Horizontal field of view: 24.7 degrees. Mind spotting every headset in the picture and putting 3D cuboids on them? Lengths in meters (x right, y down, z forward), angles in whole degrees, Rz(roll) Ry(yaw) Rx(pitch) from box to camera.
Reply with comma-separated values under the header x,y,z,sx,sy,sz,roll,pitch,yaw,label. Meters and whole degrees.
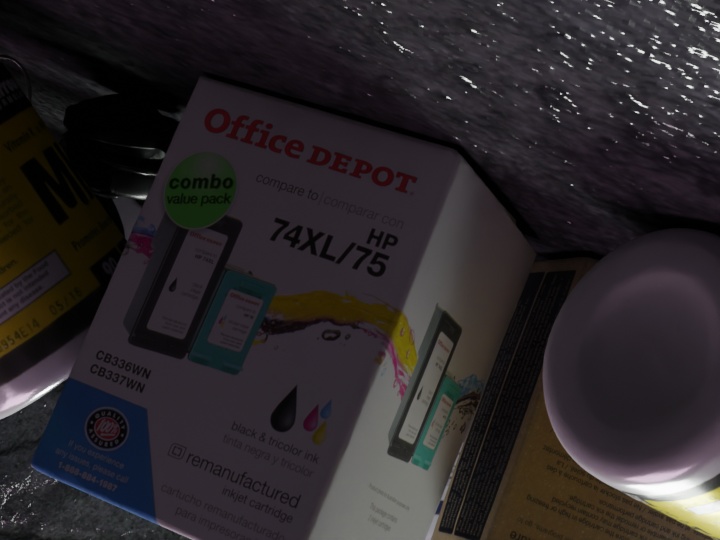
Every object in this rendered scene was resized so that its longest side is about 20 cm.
x,y,z,sx,sy,sz,roll,pitch,yaw,label
-0.153,-0.042,0.883,0.200,0.124,0.094,44,-156,14,headset

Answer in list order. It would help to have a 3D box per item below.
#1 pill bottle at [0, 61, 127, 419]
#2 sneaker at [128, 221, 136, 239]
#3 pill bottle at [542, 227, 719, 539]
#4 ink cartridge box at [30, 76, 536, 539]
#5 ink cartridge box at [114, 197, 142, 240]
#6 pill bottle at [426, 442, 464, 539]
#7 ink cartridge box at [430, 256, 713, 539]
x,y,z,sx,sy,sz,roll,pitch,yaw,label
-0.199,-0.037,0.809,0.201,0.114,0.114,56,164,-11,pill bottle
-0.084,-0.019,1.046,0.078,0.080,0.200,11,-165,16,sneaker
0.179,0.068,0.737,0.112,0.113,0.199,13,168,46,pill bottle
-0.029,0.039,0.791,0.146,0.202,0.146,18,170,25,ink cartridge box
-0.176,0.005,1.215,0.145,0.083,0.200,47,172,1,ink cartridge box
0.080,0.116,0.938,0.118,0.202,0.120,9,173,1,pill bottle
0.157,0.106,0.864,0.199,0.166,0.075,25,171,-19,ink cartridge box
